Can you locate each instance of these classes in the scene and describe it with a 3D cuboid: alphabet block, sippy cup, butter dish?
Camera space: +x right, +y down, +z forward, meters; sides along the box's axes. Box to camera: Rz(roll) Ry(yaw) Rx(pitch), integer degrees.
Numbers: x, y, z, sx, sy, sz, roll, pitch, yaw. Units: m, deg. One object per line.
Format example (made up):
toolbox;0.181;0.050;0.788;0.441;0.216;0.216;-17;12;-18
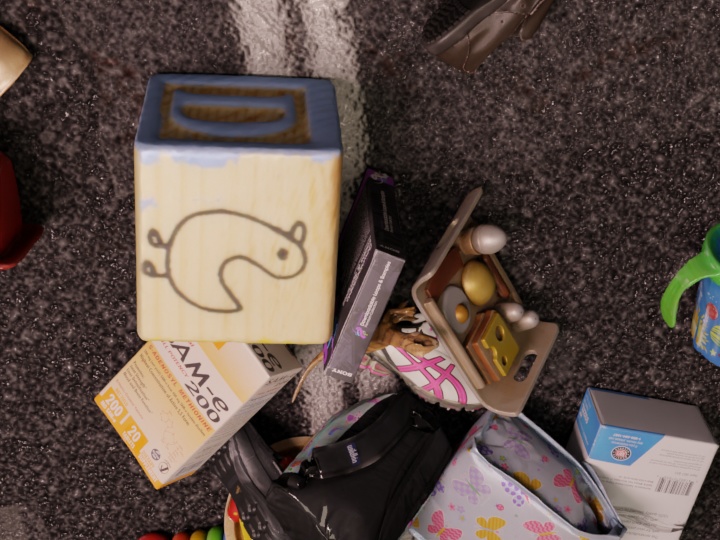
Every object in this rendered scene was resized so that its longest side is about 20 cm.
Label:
alphabet block;-0.118;-0.063;1.241;0.193;0.197;0.202;1;118;-3
sippy cup;0.419;0.035;1.375;0.176;0.140;0.131;20;128;13
butter dish;-0.411;-0.082;1.224;0.197;0.200;0.149;4;102;-6

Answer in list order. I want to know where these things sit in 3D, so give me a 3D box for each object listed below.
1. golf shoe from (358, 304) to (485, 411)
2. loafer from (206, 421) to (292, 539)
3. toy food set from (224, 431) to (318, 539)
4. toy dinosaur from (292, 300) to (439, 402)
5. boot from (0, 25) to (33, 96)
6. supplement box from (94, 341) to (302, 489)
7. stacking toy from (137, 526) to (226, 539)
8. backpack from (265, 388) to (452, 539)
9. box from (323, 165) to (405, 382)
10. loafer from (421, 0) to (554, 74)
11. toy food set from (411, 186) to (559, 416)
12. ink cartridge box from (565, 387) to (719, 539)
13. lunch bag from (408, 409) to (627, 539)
golf shoe;0.073;0.089;1.403;0.199;0.073;0.093;24;112;-15
loafer;-0.120;0.219;1.420;0.070;0.201;0.068;-13;154;-43
toy food set;-0.056;0.288;1.456;0.198;0.049;0.200;-14;79;-9
toy dinosaur;0.001;0.068;1.329;0.199;0.106;0.061;-18;117;46
boot;-0.444;-0.209;1.213;0.175;0.066;0.200;-40;115;16
supplement box;-0.175;0.120;1.359;0.200;0.073;0.126;-45;75;23
stacking toy;-0.175;0.336;1.514;0.198;0.086;0.086;-2;118;2
backpack;0.001;0.219;1.374;0.126;0.200;0.167;-13;117;51
box;0.000;0.000;1.278;0.036;0.200;0.144;18;116;-10
loafer;0.153;-0.264;1.232;0.199;0.073;0.071;-34;125;19
toy food set;0.139;0.034;1.334;0.060;0.144;0.201;-11;123;39
ink cartridge box;0.310;0.252;1.499;0.144;0.084;0.202;10;116;-10
lunch bag;0.176;0.274;1.439;0.200;0.127;0.170;39;128;4
